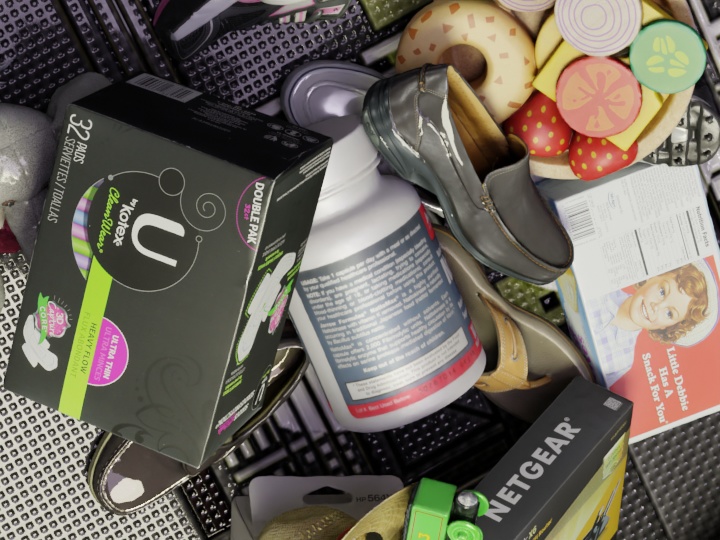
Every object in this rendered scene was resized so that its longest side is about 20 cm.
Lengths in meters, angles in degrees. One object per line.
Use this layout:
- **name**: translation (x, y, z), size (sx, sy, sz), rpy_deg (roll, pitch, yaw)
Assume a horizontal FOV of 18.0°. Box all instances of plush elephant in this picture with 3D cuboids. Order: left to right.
- **plush elephant**: translation (-0.232, -0.061, 1.541), size (0.164, 0.155, 0.201), rpy_deg (-21, 106, -7)

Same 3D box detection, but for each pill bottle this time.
- **pill bottle**: translation (0.000, 0.000, 1.598), size (0.119, 0.120, 0.201), rpy_deg (-25, 107, -6)

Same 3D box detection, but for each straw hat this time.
- **straw hat**: translation (-0.031, 0.207, 1.550), size (0.201, 0.085, 0.202), rpy_deg (-39, 147, -32)

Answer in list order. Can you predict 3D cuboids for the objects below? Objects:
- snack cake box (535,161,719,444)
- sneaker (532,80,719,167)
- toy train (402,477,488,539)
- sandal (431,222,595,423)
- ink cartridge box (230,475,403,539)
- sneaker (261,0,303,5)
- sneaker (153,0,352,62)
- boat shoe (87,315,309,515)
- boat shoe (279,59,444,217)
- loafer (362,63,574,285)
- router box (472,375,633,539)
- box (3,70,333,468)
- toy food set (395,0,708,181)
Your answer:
- **snack cake box**: translation (0.212, 0.015, 1.704), size (0.114, 0.067, 0.202), rpy_deg (-19, 106, -9)
- **sneaker**: translation (0.169, -0.122, 1.666), size (0.198, 0.091, 0.067), rpy_deg (7, 119, 11)
- **toy train**: translation (0.046, 0.219, 1.532), size (0.056, 0.042, 0.201), rpy_deg (14, 130, 6)
- **sandal**: translation (0.090, 0.049, 1.678), size (0.080, 0.054, 0.200), rpy_deg (-36, 107, 27)
- **ink cartridge box**: translation (-0.027, 0.255, 1.673), size (0.127, 0.125, 0.202), rpy_deg (-1, 103, -13)
- **sneaker**: translation (-0.054, -0.269, 1.524), size (0.076, 0.201, 0.082), rpy_deg (-10, 146, 15)
- **sneaker**: translation (-0.048, -0.201, 1.595), size (0.199, 0.080, 0.087), rpy_deg (-34, 118, 2)
- **boat shoe**: translation (-0.117, 0.105, 1.651), size (0.200, 0.065, 0.073), rpy_deg (-44, 107, 0)
- **boat shoe**: translation (0.036, -0.090, 1.642), size (0.199, 0.065, 0.074), rpy_deg (24, 97, -17)
- **loafer**: translation (0.089, -0.064, 1.576), size (0.072, 0.073, 0.200), rpy_deg (-24, 126, 39)
- **router box**: translation (0.122, 0.197, 1.645), size (0.200, 0.052, 0.158), rpy_deg (-43, 147, -39)
- **box**: translation (-0.123, -0.004, 1.464), size (0.147, 0.124, 0.202), rpy_deg (20, 110, 12)
- **toy food set**: translation (0.137, -0.153, 1.577), size (0.199, 0.049, 0.198), rpy_deg (34, 120, -3)
